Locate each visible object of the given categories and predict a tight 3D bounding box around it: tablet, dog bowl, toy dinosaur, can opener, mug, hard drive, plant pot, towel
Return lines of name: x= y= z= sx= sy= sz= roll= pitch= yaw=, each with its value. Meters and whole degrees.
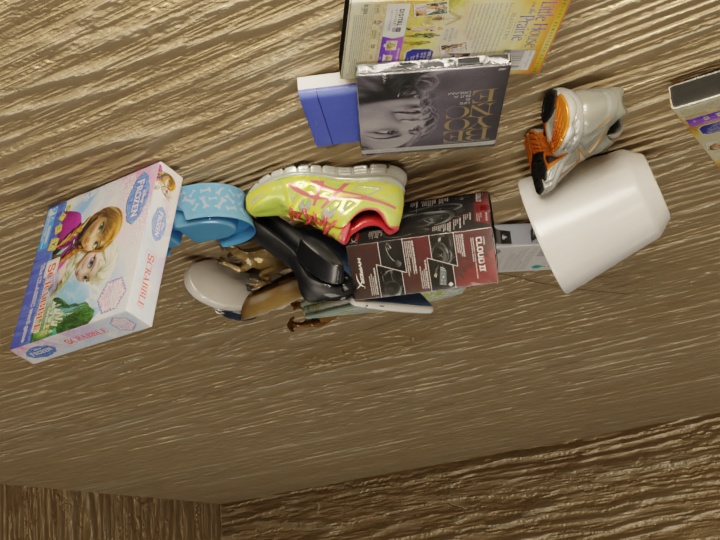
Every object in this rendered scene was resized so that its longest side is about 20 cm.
tablet: x=0.000 y=0.000 z=1.571 sx=0.129 sy=0.200 sz=0.014 roll=7 pitch=114 yaw=-32
dog bowl: x=-0.226 y=-0.062 z=1.480 sx=0.198 sy=0.050 sz=0.111 roll=-8 pitch=162 yaw=15
toy dinosaur: x=-0.070 y=0.074 z=1.926 sx=0.105 sy=0.061 sz=0.200 roll=4 pitch=160 yaw=-31
can opener: x=-0.076 y=-0.025 z=1.473 sx=0.063 sy=0.079 sz=0.200 roll=-6 pitch=-149 yaw=-40
mug: x=0.287 y=-0.082 z=1.467 sx=0.152 sy=0.187 sz=0.150 roll=-24 pitch=126 yaw=14
hard drive: x=0.042 y=-0.175 z=1.248 sx=0.198 sy=0.026 sz=0.132 roll=-6 pitch=162 yaw=5
plant pot: x=-0.081 y=0.014 z=1.672 sx=0.199 sy=0.028 sz=0.200 roll=-25 pitch=-175 yaw=2
toy dinosaur: x=-0.121 y=-0.012 z=1.643 sx=0.198 sy=0.059 sz=0.101 roll=8 pitch=161 yaw=-27
towel: x=0.027 y=0.030 z=1.716 sx=0.170 sy=0.049 sz=0.199 roll=-5 pitch=174 yaw=-35

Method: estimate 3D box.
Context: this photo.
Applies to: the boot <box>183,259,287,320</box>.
boot: x=-0.198 y=0.040 z=1.760 sx=0.090 sy=0.073 sz=0.199 roll=-27 pitch=153 yaw=37

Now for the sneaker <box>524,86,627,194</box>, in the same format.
sneaker: x=0.242 y=-0.142 z=1.334 sx=0.091 sy=0.076 sz=0.200 roll=-10 pitch=165 yaw=-7

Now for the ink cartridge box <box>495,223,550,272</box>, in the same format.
ink cartridge box: x=0.208 y=-0.031 z=1.711 sx=0.198 sy=0.042 sz=0.119 roll=-5 pitch=162 yaw=-6

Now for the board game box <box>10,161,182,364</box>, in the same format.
board game box: x=-0.304 y=-0.008 z=1.384 sx=0.198 sy=0.202 sz=0.041 roll=-18 pitch=142 yaw=32

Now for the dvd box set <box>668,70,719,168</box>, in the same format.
dvd box set: x=0.439 y=-0.174 z=1.321 sx=0.145 sy=0.030 sz=0.200 roll=-15 pitch=158 yaw=28

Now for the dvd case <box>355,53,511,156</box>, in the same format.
dvd case: x=0.071 y=-0.163 z=1.216 sx=0.147 sy=0.016 sz=0.200 roll=-4 pitch=164 yaw=0

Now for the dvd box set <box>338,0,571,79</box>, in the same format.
dvd box set: x=0.082 y=-0.223 z=1.101 sx=0.198 sy=0.030 sz=0.146 roll=-3 pitch=162 yaw=-4

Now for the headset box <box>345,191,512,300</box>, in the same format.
headset box: x=0.089 y=-0.034 z=1.499 sx=0.198 sy=0.078 sz=0.149 roll=-7 pitch=-160 yaw=6

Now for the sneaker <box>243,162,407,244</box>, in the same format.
sneaker: x=-0.040 y=-0.075 z=1.429 sx=0.198 sy=0.091 sz=0.078 roll=-4 pitch=163 yaw=1
